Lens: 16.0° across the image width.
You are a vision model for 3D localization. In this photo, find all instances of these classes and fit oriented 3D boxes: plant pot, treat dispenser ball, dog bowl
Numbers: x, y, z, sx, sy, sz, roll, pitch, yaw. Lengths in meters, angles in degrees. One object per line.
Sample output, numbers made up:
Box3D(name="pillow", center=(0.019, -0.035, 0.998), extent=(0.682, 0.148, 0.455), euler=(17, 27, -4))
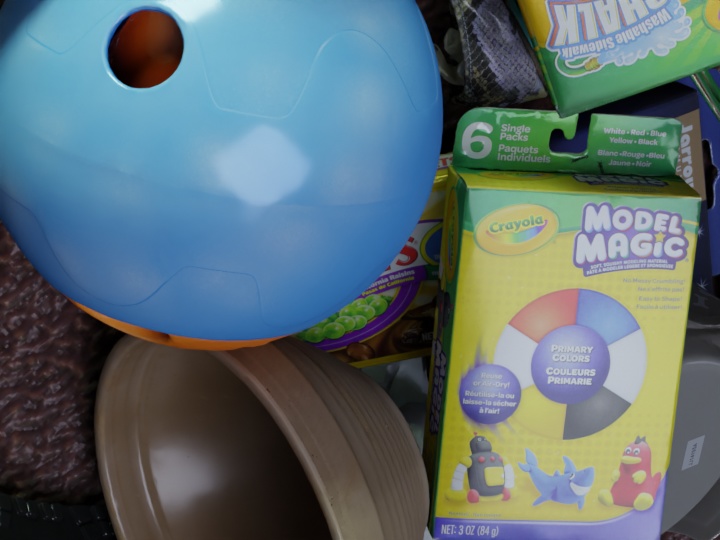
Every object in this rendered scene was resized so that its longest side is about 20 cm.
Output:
Box3D(name="plant pot", center=(-0.033, 0.106, 1.210), extent=(0.092, 0.200, 0.202), euler=(-22, 127, -35))
Box3D(name="treat dispenser ball", center=(-0.064, -0.067, 1.096), extent=(0.200, 0.201, 0.202), euler=(-14, 123, -23))
Box3D(name="dog bowl", center=(0.134, 0.089, 1.338), extent=(0.199, 0.059, 0.201), euler=(-23, 140, -21))

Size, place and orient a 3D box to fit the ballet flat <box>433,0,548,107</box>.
Box3D(name="ballet flat", center=(0.034, -0.153, 1.196), extent=(0.072, 0.072, 0.201), euler=(-32, 127, -10))

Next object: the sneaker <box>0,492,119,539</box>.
Box3D(name="sneaker", center=(-0.164, 0.160, 1.269), extent=(0.087, 0.076, 0.199), euler=(-30, 146, 28))

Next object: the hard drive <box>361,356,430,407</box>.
Box3D(name="hard drive", center=(0.082, 0.079, 1.380), extent=(0.199, 0.025, 0.133), euler=(7, 113, -33))

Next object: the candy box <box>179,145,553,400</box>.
Box3D(name="candy box", center=(0.000, 0.000, 1.241), extent=(0.198, 0.026, 0.103), euler=(-11, 121, 1))

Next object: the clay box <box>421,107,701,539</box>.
Box3D(name="clay box", center=(0.093, 0.027, 1.205), extent=(0.114, 0.048, 0.202), euler=(2, 107, -9))

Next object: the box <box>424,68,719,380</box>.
Box3D(name="box", center=(0.118, -0.022, 1.322), extent=(0.199, 0.032, 0.122), euler=(-20, 116, -26))

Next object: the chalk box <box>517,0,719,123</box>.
Box3D(name="chalk box", center=(0.126, -0.152, 1.153), extent=(0.123, 0.125, 0.201), euler=(-17, 107, 8))

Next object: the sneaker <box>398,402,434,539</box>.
Box3D(name="sneaker", center=(-0.025, 0.157, 1.303), extent=(0.076, 0.104, 0.201), euler=(42, 62, -64))
